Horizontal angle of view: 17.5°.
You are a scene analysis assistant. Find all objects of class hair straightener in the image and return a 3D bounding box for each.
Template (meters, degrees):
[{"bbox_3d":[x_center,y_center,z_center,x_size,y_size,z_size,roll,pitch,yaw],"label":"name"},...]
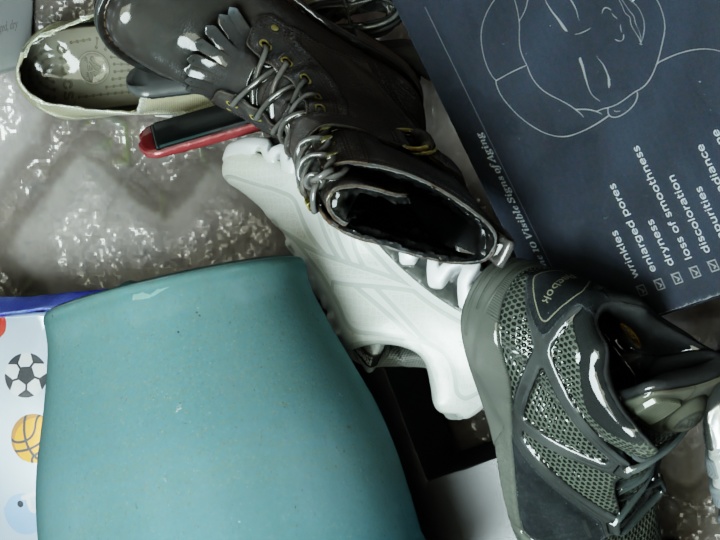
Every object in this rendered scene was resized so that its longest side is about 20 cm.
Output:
[{"bbox_3d":[-0.026,-0.116,1.217,0.199,0.041,0.077,-12,119,0],"label":"hair straightener"}]

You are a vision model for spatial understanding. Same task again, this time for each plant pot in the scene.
[{"bbox_3d":[-0.074,0.096,1.156,0.199,0.200,0.189,-15,85,21],"label":"plant pot"}]

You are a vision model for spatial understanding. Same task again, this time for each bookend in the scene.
[{"bbox_3d":[0.045,0.104,1.264,0.198,0.092,0.201,-21,92,17],"label":"bookend"}]

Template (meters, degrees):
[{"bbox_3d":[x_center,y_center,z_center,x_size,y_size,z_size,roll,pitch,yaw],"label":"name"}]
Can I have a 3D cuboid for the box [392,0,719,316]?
[{"bbox_3d":[0.150,-0.092,1.110,0.196,0.124,0.201,-21,96,49],"label":"box"}]

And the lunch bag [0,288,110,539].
[{"bbox_3d":[-0.154,0.106,1.314,0.169,0.124,0.201,-5,111,18],"label":"lunch bag"}]

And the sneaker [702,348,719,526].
[{"bbox_3d":[0.247,0.126,1.221,0.115,0.075,0.201,-9,110,15],"label":"sneaker"}]

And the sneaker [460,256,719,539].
[{"bbox_3d":[0.124,0.089,1.115,0.114,0.076,0.200,12,129,44],"label":"sneaker"}]

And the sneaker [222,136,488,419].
[{"bbox_3d":[0.000,0.000,1.199,0.200,0.075,0.081,35,92,21],"label":"sneaker"}]

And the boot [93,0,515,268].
[{"bbox_3d":[-0.028,-0.076,1.121,0.199,0.174,0.069,18,113,-19],"label":"boot"}]

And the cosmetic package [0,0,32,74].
[{"bbox_3d":[-0.280,-0.206,1.256,0.166,0.166,0.201,7,104,17],"label":"cosmetic package"}]

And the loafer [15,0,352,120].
[{"bbox_3d":[-0.100,-0.116,1.270,0.199,0.068,0.076,-13,99,19],"label":"loafer"}]
